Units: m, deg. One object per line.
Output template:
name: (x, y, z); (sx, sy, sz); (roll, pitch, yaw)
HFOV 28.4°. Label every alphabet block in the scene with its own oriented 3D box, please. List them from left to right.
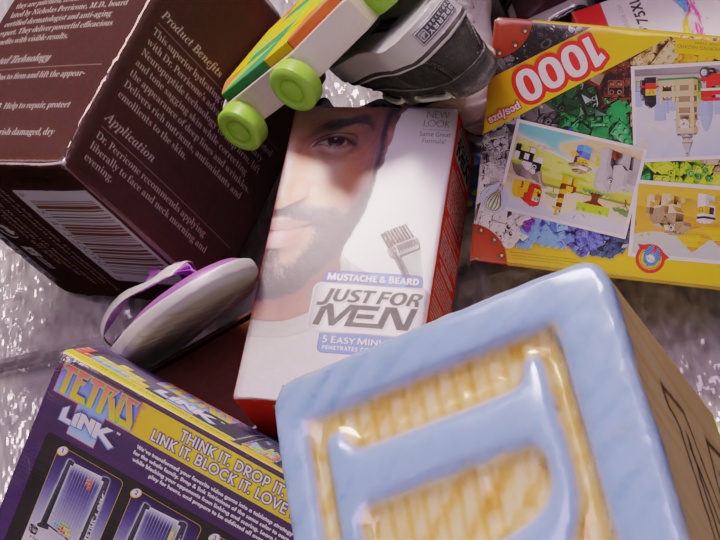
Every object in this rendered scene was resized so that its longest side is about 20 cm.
alphabet block: (0.092, 0.146, 0.731); (0.194, 0.200, 0.198); (-22, 55, 20)

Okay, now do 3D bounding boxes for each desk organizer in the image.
desk organizer: (-0.057, 0.075, 0.921); (0.199, 0.072, 0.077); (-30, 58, -2)

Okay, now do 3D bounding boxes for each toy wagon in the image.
toy wagon: (-0.013, -0.158, 0.881); (0.200, 0.040, 0.156); (-28, 24, 54)

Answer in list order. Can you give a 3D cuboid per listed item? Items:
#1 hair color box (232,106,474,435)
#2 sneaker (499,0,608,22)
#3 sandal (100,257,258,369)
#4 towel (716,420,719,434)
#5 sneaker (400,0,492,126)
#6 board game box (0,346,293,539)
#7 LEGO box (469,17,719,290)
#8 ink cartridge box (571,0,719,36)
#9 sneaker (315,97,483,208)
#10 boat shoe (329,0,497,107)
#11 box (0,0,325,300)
hair color box: (0.000, 0.000, 0.869); (0.110, 0.064, 0.201); (2, 63, 16)
sneaker: (0.185, -0.236, 1.033); (0.199, 0.076, 0.116); (-27, 53, 1)
sandal: (-0.132, 0.025, 0.907); (0.082, 0.202, 0.050); (-25, 83, -34)
towel: (0.254, 0.137, 0.810); (0.199, 0.031, 0.150); (-27, 56, 0)
sneaker: (0.063, -0.182, 0.993); (0.075, 0.089, 0.201); (4, 41, 1)
board game box: (-0.115, 0.162, 0.836); (0.199, 0.057, 0.166); (27, 97, 18)
LEGO box: (0.175, -0.071, 0.873); (0.198, 0.077, 0.150); (6, 98, 10)
ink cartridge box: (0.218, -0.132, 0.962); (0.198, 0.067, 0.117); (-18, 56, 7)
sneaker: (0.043, -0.091, 0.990); (0.198, 0.071, 0.083); (7, 68, 24)
boat shoe: (0.032, -0.131, 0.895); (0.071, 0.064, 0.200); (-47, 14, -2)
box: (-0.160, -0.105, 0.984); (0.163, 0.166, 0.201); (3, 58, 40)
